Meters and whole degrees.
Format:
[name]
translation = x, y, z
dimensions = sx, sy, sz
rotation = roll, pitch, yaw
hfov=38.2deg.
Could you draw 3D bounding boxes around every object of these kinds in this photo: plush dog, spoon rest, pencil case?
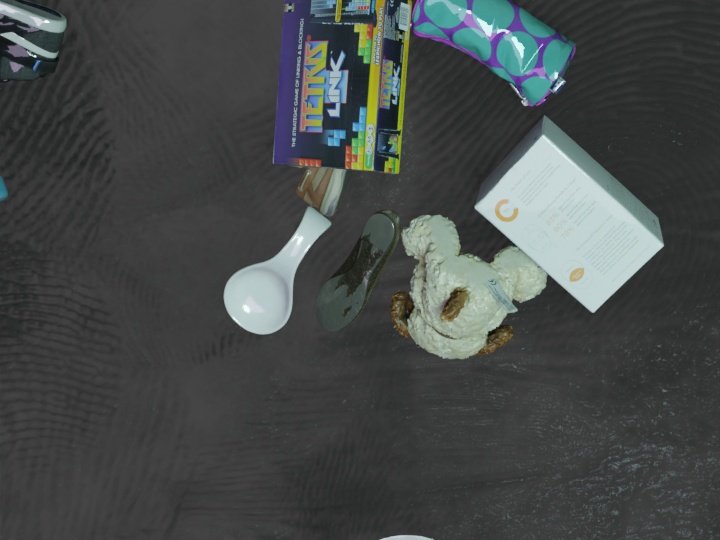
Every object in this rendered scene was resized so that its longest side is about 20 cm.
[plush dog]
translation = 0.125, 0.050, 1.345
dimensions = 0.197, 0.162, 0.173
rotation = 19, 140, 6
[spoon rest]
translation = -0.115, 0.005, 1.412
dimensions = 0.099, 0.061, 0.201
rotation = 36, 114, -3
[pencil case]
translation = 0.155, -0.275, 1.227
dimensions = 0.198, 0.085, 0.093
rotation = 32, 100, -1

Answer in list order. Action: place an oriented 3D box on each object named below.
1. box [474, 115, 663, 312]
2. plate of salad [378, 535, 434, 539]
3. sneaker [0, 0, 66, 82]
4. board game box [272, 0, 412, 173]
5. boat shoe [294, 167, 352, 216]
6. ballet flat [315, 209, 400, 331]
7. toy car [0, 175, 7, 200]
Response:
[box]
translation = 0.256, -0.070, 1.279
dimensions = 0.199, 0.098, 0.125
rotation = 41, 114, -6
[plate of salad]
translation = 0.074, 0.471, 1.563
dimensions = 0.196, 0.048, 0.203
rotation = 2, 118, 3
[sneaker]
translation = -0.491, -0.311, 1.362
dimensions = 0.197, 0.073, 0.113
rotation = 22, 113, 2
[board game box]
translation = -0.024, -0.222, 1.237
dimensions = 0.163, 0.056, 0.204
rotation = 7, 95, 38
[boat shoe]
translation = -0.034, -0.167, 1.320
dimensions = 0.071, 0.076, 0.202
rotation = 23, 113, 5
[ballet flat]
translation = 0.000, 0.000, 1.397
dimensions = 0.067, 0.046, 0.202
rotation = 36, 118, 13
[toy car]
translation = -0.614, -0.153, 1.433
dimensions = 0.199, 0.176, 0.187
rotation = -15, 96, 48
